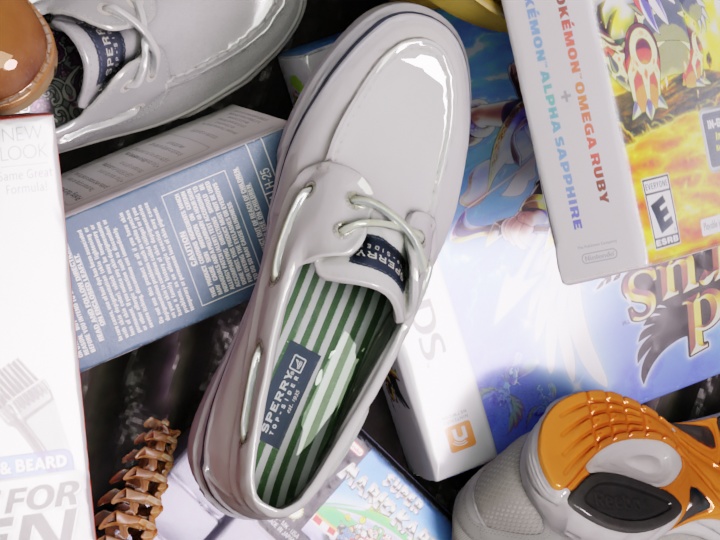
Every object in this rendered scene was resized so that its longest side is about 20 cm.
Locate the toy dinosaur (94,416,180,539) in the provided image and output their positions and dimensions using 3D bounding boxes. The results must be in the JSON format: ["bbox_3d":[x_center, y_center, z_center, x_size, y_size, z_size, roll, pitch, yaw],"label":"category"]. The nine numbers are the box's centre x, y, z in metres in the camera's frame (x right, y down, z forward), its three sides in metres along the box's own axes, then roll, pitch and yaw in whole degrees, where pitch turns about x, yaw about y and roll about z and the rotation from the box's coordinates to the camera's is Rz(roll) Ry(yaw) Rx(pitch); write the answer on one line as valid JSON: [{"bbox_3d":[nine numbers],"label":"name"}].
[{"bbox_3d":[-0.145,0.133,1.153,0.136,0.102,0.201,37,82,-21],"label":"toy dinosaur"}]

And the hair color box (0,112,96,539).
[{"bbox_3d":[-0.155,0.049,1.053,0.110,0.064,0.201,-7,94,-15],"label":"hair color box"}]

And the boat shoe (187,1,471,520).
[{"bbox_3d":[0.000,0.000,1.092,0.073,0.067,0.201,18,89,-21],"label":"boat shoe"}]

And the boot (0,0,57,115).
[{"bbox_3d":[-0.188,-0.146,1.064,0.200,0.155,0.077,40,65,8],"label":"boot"}]

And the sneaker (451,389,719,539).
[{"bbox_3d":[0.120,0.099,1.233,0.199,0.092,0.076,17,57,-37],"label":"sneaker"}]

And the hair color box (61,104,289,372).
[{"bbox_3d":[-0.117,0.002,1.145,0.199,0.100,0.061,-22,102,-12],"label":"hair color box"}]

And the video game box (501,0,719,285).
[{"bbox_3d":[0.127,-0.101,1.140,0.199,0.047,0.183,-15,91,-51],"label":"video game box"}]

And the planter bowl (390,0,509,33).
[{"bbox_3d":[0.024,-0.166,1.160,0.200,0.083,0.202,26,51,-38],"label":"planter bowl"}]

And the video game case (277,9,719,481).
[{"bbox_3d":[0.088,-0.033,1.226,0.199,0.045,0.182,-20,99,-13],"label":"video game case"}]

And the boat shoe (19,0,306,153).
[{"bbox_3d":[-0.109,-0.083,1.158,0.199,0.068,0.072,-16,97,-13],"label":"boat shoe"}]

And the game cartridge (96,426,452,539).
[{"bbox_3d":[-0.009,0.144,1.218,0.200,0.038,0.130,44,87,-13],"label":"game cartridge"}]
